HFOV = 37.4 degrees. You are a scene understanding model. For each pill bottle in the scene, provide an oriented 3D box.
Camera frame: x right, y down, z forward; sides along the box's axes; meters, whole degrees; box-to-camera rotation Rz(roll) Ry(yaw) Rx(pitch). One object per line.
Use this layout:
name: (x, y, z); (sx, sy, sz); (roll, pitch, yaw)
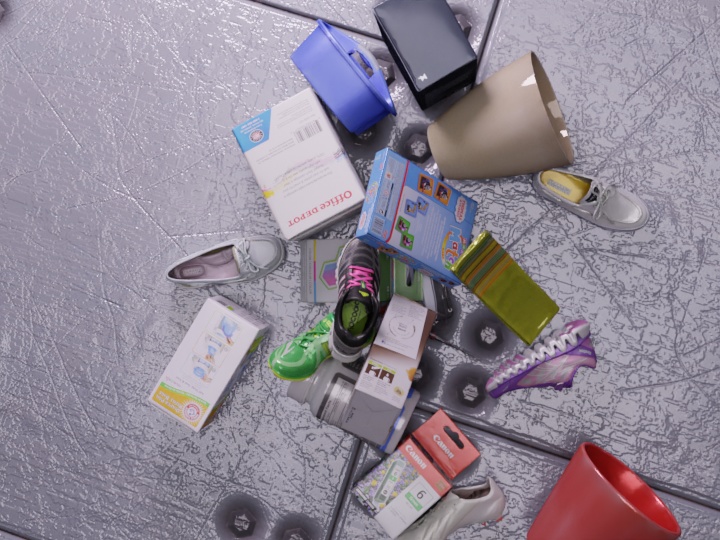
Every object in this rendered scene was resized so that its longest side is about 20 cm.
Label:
pill bottle: (-0.013, 0.207, 1.741); (0.199, 0.114, 0.114); (27, 93, 5)

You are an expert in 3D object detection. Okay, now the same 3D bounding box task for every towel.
towel: (0.237, 0.031, 1.718); (0.200, 0.018, 0.086); (43, 88, -22)

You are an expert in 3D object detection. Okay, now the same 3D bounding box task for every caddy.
caddy: (-0.020, -0.316, 1.727); (0.105, 0.141, 0.200); (-39, 87, 9)

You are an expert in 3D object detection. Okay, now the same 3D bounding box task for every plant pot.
plant pot: (0.215, -0.224, 1.700); (0.199, 0.187, 0.189); (-20, 88, 20)
plant pot: (0.370, 0.403, 1.677); (0.200, 0.200, 0.178); (40, 104, 4)

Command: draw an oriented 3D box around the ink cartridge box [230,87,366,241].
ink cartridge box: (-0.091, -0.166, 1.730); (0.146, 0.145, 0.201); (-26, 88, 5)

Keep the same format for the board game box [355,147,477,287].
board game box: (0.093, -0.081, 1.689); (0.199, 0.036, 0.152); (27, 65, -29)

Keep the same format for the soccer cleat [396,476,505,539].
soccer cleat: (0.141, 0.401, 1.745); (0.199, 0.069, 0.078); (-24, 113, -1)

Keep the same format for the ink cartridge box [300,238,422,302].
ink cartridge box: (0.000, 0.000, 1.734); (0.198, 0.059, 0.105); (0, 90, 26)

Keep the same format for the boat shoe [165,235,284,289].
boat shoe: (-0.227, -0.012, 1.784); (0.200, 0.065, 0.075); (-11, 89, 5)

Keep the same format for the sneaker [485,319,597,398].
sneaker: (0.301, 0.164, 1.731); (0.199, 0.080, 0.089); (-30, 95, 4)

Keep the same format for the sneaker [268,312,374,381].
sneaker: (-0.063, 0.107, 1.684); (0.199, 0.084, 0.074); (-26, 54, -30)

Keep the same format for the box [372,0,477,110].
box: (0.105, -0.355, 1.684); (0.107, 0.200, 0.149); (-29, 88, 5)

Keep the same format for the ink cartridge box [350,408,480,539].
ink cartridge box: (0.093, 0.336, 1.761); (0.200, 0.050, 0.109); (-42, 86, 5)

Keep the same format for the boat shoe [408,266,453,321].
boat shoe: (0.120, -0.014, 1.754); (0.066, 0.070, 0.202); (-5, 82, -19)

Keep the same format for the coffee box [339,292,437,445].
coffee box: (0.044, 0.152, 1.652); (0.079, 0.115, 0.201); (23, 50, 1)

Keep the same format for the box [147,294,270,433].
box: (-0.250, 0.153, 1.763); (0.101, 0.112, 0.201); (32, 93, 3)

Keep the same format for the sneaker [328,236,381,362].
sneaker: (-0.002, 0.037, 1.628); (0.073, 0.087, 0.202); (14, 71, -11)

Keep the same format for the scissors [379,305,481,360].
scissors: (0.108, 0.103, 1.773); (0.199, 0.073, 0.014); (29, 73, -19)

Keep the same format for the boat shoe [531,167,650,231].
boat shoe: (0.375, -0.121, 1.715); (0.201, 0.086, 0.075); (26, 93, 5)
